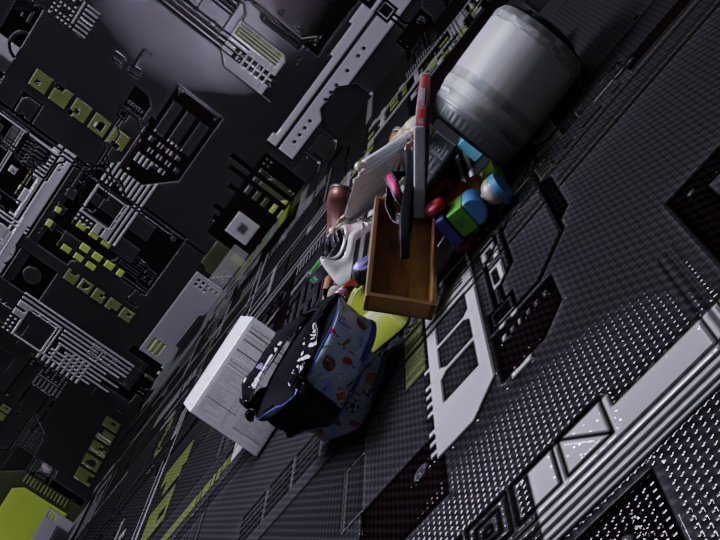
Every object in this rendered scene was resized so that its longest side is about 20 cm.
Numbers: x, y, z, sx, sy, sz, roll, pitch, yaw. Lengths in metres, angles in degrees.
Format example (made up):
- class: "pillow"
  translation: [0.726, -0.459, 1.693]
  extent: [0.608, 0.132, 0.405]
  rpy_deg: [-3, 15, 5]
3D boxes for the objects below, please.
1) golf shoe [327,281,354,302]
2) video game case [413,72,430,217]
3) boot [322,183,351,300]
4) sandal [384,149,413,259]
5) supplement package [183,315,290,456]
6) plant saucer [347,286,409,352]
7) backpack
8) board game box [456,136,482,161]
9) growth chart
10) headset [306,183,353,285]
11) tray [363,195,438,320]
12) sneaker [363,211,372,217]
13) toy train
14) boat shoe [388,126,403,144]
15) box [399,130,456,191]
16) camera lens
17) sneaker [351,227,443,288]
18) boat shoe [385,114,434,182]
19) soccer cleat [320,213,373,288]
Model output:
- class: "golf shoe"
  translation: [0.000, 0.000, 1.609]
  extent: [0.200, 0.072, 0.093]
  rpy_deg: [-45, 26, 36]
- class: "video game case"
  translation: [0.093, -0.191, 1.352]
  extent: [0.201, 0.017, 0.145]
  rpy_deg: [-80, -10, -56]
- class: "boot"
  translation: [-0.055, -0.047, 1.778]
  extent: [0.189, 0.068, 0.202]
  rpy_deg: [102, -178, -58]
- class: "sandal"
  translation: [0.054, -0.103, 1.306]
  extent: [0.076, 0.044, 0.202]
  rpy_deg: [84, -171, -49]
- class: "supplement package"
  translation: [-0.207, 0.209, 1.674]
  extent: [0.201, 0.150, 0.152]
  rpy_deg: [-57, 12, -11]
- class: "plant saucer"
  translation: [0.022, 0.056, 1.459]
  extent: [0.200, 0.048, 0.201]
  rpy_deg: [-44, 16, 41]
- class: "backpack"
  translation: [-0.051, 0.138, 1.279]
  extent: [0.199, 0.153, 0.192]
  rpy_deg: [-26, 38, 54]
- class: "board game box"
  translation: [0.254, -0.300, 1.540]
  extent: [0.200, 0.047, 0.152]
  rpy_deg: [-44, 16, 41]
- class: "growth chart"
  translation: [0.025, -0.144, 1.461]
  extent: [0.144, 0.018, 0.201]
  rpy_deg: [-32, -19, -30]
- class: "headset"
  translation: [-0.038, -0.064, 1.667]
  extent: [0.200, 0.094, 0.123]
  rpy_deg: [-49, 7, -13]
- class: "tray"
  translation: [0.061, -0.021, 1.302]
  extent: [0.037, 0.097, 0.202]
  rpy_deg: [100, 177, -46]
- class: "sneaker"
  translation: [0.032, -0.096, 1.795]
  extent: [0.201, 0.079, 0.077]
  rpy_deg: [107, 176, -61]
- class: "toy train"
  translation: [0.166, -0.120, 1.334]
  extent: [0.115, 0.085, 0.201]
  rpy_deg: [-36, 17, 22]
- class: "boat shoe"
  translation: [0.080, -0.191, 1.723]
  extent: [0.068, 0.071, 0.201]
  rpy_deg: [-52, -25, -19]
- class: "box"
  translation: [0.098, -0.147, 1.628]
  extent: [0.201, 0.043, 0.160]
  rpy_deg: [-54, -5, 4]
- class: "camera lens"
  translation: [0.218, -0.278, 1.348]
  extent: [0.201, 0.159, 0.160]
  rpy_deg: [-52, 12, 8]
- class: "sneaker"
  translation: [0.051, -0.038, 1.389]
  extent: [0.199, 0.078, 0.076]
  rpy_deg: [-33, -20, -40]
- class: "boat shoe"
  translation: [0.065, -0.197, 1.621]
  extent: [0.063, 0.073, 0.201]
  rpy_deg: [-43, -3, -38]
- class: "soccer cleat"
  translation: [0.015, -0.063, 1.494]
  extent: [0.201, 0.085, 0.069]
  rpy_deg: [-51, 17, -1]
